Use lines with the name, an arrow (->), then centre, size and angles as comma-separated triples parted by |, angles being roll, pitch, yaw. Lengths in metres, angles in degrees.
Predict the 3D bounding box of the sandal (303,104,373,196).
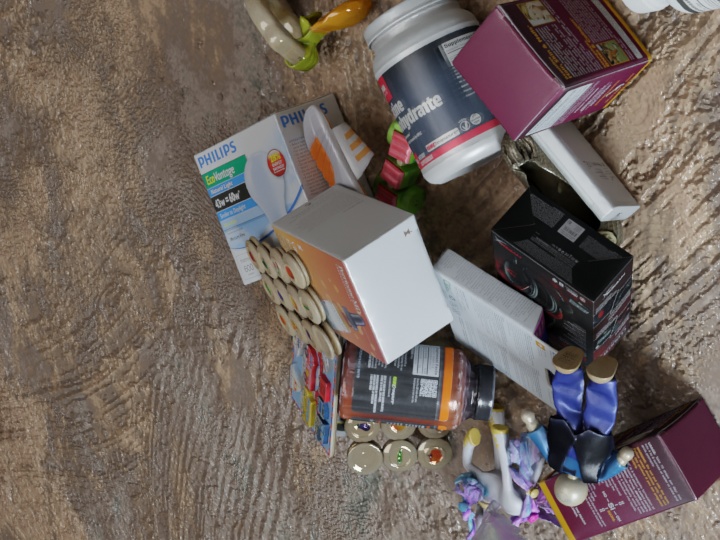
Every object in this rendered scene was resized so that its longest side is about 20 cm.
sandal -> -0.006, -0.125, 1.564 | 0.208, 0.059, 0.079 | 61, 159, -5

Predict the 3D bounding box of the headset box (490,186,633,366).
headset box -> 0.234, 0.017, 1.392 | 0.148, 0.075, 0.201 | 38, 164, 25

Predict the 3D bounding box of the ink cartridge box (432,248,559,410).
ink cartridge box -> 0.186, 0.080, 1.470 | 0.199, 0.043, 0.197 | 34, 163, 27

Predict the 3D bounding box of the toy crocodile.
toy crocodile -> 0.054, -0.134, 1.564 | 0.067, 0.061, 0.202 | 35, 127, 28

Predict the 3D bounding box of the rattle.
rattle -> -0.091, -0.375, 1.602 | 0.143, 0.129, 0.201 | -49, 45, 32

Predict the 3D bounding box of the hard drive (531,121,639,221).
hard drive -> 0.228, -0.141, 1.347 | 0.026, 0.132, 0.201 | -42, 76, 21

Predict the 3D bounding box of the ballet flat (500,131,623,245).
ballet flat -> 0.229, -0.084, 1.372 | 0.067, 0.047, 0.200 | -31, 115, 30

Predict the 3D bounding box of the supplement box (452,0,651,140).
supplement box -> 0.205, -0.222, 1.272 | 0.111, 0.199, 0.086 | 53, 132, 12

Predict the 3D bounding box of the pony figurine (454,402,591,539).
pony figurine -> 0.198, 0.295, 1.558 | 0.192, 0.165, 0.203 | 22, 114, 54

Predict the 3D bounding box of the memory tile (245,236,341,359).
memory tile -> -0.091, 0.034, 1.575 | 0.200, 0.017, 0.155 | 19, 135, 65

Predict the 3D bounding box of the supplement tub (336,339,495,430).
supplement tub -> 0.072, 0.148, 1.550 | 0.197, 0.107, 0.108 | 7, 117, 1

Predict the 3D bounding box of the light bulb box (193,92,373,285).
light bulb box -> -0.100, -0.111, 1.677 | 0.197, 0.124, 0.202 | -19, 94, 46

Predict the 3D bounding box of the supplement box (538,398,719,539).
supplement box -> 0.325, 0.238, 1.423 | 0.200, 0.110, 0.086 | -35, 82, 46

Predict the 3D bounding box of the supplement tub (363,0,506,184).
supplement tub -> 0.100, -0.218, 1.429 | 0.140, 0.140, 0.202 | -29, 86, 46

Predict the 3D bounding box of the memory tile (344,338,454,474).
memory tile -> 0.053, 0.188, 1.649 | 0.151, 0.017, 0.202 | -1, 113, -2

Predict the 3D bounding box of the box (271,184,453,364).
box -> 0.000, 0.000, 1.480 | 0.200, 0.106, 0.154 | 26, 144, 58

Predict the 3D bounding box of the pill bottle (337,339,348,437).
pill bottle -> -0.014, 0.121, 1.697 | 0.113, 0.114, 0.202 | 20, 119, 37

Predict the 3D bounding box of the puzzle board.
puzzle board -> -0.066, 0.133, 1.656 | 0.151, 0.017, 0.202 | -132, 40, -51

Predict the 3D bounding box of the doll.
doll -> 0.242, 0.182, 1.359 | 0.135, 0.048, 0.202 | 15, 126, 25

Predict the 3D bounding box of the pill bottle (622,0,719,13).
pill bottle -> 0.351, -0.315, 1.168 | 0.199, 0.116, 0.118 | -3, 105, 45
